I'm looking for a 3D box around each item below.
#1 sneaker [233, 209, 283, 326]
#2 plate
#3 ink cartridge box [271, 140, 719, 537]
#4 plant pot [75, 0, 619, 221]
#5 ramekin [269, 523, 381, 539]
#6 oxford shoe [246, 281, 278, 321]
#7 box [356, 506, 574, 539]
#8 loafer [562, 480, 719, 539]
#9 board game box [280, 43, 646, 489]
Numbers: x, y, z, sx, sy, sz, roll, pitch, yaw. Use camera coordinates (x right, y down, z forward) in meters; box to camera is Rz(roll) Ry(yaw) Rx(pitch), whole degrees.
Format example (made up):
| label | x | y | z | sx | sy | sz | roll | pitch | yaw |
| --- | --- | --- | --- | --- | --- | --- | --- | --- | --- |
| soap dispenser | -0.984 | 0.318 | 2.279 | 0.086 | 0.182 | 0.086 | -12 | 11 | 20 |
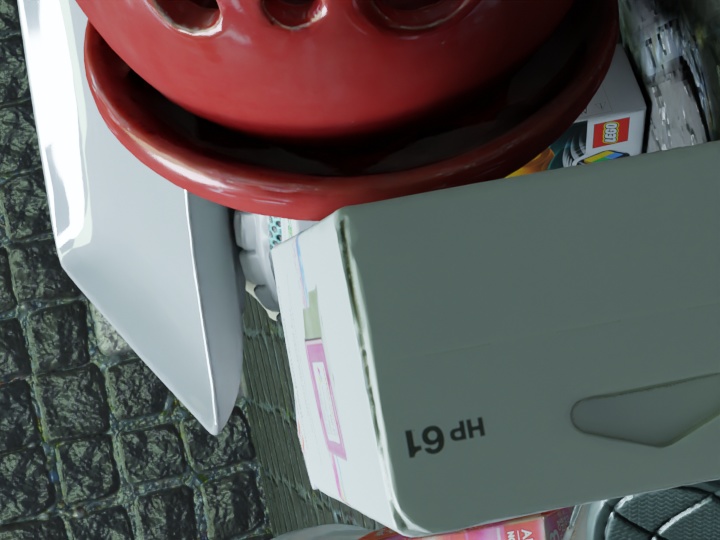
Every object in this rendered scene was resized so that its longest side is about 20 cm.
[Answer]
| label | x | y | z | sx | sy | sz | roll | pitch | yaw |
| --- | --- | --- | --- | --- | --- | --- | --- | --- | --- |
| sneaker | 0.000 | -0.037 | 0.945 | 0.091 | 0.078 | 0.200 | 19 | 144 | 33 |
| plate | -0.093 | -0.060 | 1.025 | 0.200 | 0.032 | 0.200 | 39 | 140 | 56 |
| ink cartridge box | 0.059 | 0.015 | 0.691 | 0.200 | 0.144 | 0.085 | 173 | 86 | -83 |
| plant pot | -0.012 | -0.132 | 0.778 | 0.201 | 0.200 | 0.183 | -109 | 10 | -46 |
| ramekin | 0.022 | 0.212 | 1.138 | 0.105 | 0.200 | 0.201 | -13 | 89 | 39 |
| oxford shoe | 0.000 | 0.000 | 1.114 | 0.200 | 0.074 | 0.071 | 35 | -130 | -47 |
| box | 0.065 | 0.197 | 1.013 | 0.095 | 0.102 | 0.201 | -10 | -92 | -68 |
| loafer | 0.102 | 0.104 | 0.879 | 0.200 | 0.072 | 0.063 | 99 | 179 | -52 |
| board game box | 0.036 | 0.004 | 0.927 | 0.200 | 0.126 | 0.035 | 87 | 169 | -53 |
